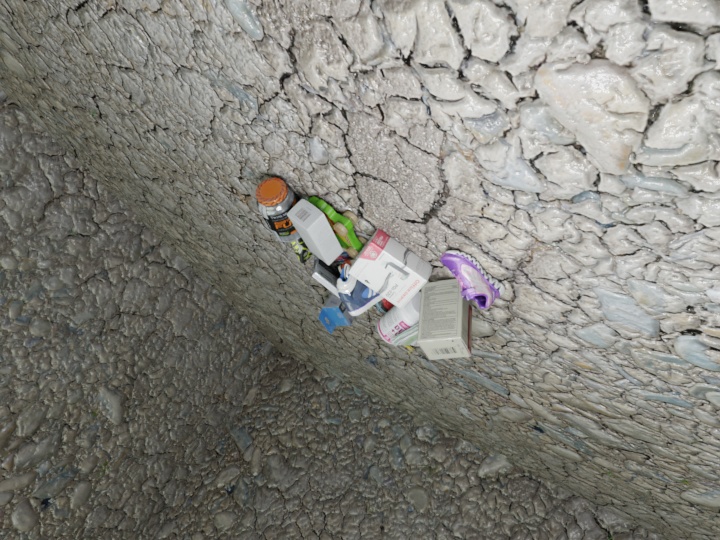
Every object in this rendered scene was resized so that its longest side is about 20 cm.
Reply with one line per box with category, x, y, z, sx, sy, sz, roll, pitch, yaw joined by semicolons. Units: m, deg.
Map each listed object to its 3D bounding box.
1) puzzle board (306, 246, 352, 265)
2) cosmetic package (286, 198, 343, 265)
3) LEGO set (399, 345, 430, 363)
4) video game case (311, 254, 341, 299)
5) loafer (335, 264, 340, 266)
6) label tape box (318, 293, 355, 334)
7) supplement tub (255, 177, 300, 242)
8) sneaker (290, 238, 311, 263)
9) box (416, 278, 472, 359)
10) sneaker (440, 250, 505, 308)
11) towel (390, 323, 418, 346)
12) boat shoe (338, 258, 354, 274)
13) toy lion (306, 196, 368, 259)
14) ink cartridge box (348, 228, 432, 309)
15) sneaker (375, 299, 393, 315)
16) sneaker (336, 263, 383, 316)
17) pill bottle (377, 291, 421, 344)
puzzle board;-0.081;-0.050;1.728;0.150;0.017;0.200;22;165;-27
cosmetic package;-0.132;-0.112;1.518;0.102;0.074;0.200;39;168;31
LEGO set;0.240;0.284;1.917;0.200;0.116;0.154;43;157;-24
video game case;-0.073;0.036;1.653;0.200;0.023;0.182;39;-163;-17
loafer;-0.022;0.039;1.809;0.200;0.073;0.072;24;164;4
label tape box;-0.064;0.137;1.920;0.066;0.200;0.143;17;154;31
supplement tub;-0.247;-0.188;1.585;0.122;0.123;0.200;23;157;25
sneaker;-0.215;-0.105;1.808;0.076;0.075;0.200;33;150;23
box;0.242;0.138;1.440;0.128;0.200;0.109;-9;139;25
sneaker;0.286;0.028;1.336;0.200;0.089;0.080;38;160;-10
towel;0.211;0.215;1.693;0.149;0.031;0.200;-34;152;28
boat shoe;0.000;0.000;1.668;0.200;0.062;0.071;18;-137;-62
toy lion;-0.083;-0.139;1.553;0.191;0.069;0.200;28;160;33
ink cartridge box;0.087;-0.001;1.487;0.200;0.085;0.146;34;128;-5
sneaker;0.114;0.144;1.886;0.200;0.079;0.095;53;166;-28
sneaker;0.009;0.031;1.567;0.080;0.200;0.147;-2;119;49
pill bottle;0.152;0.159;1.706;0.113;0.113;0.200;36;135;-7
